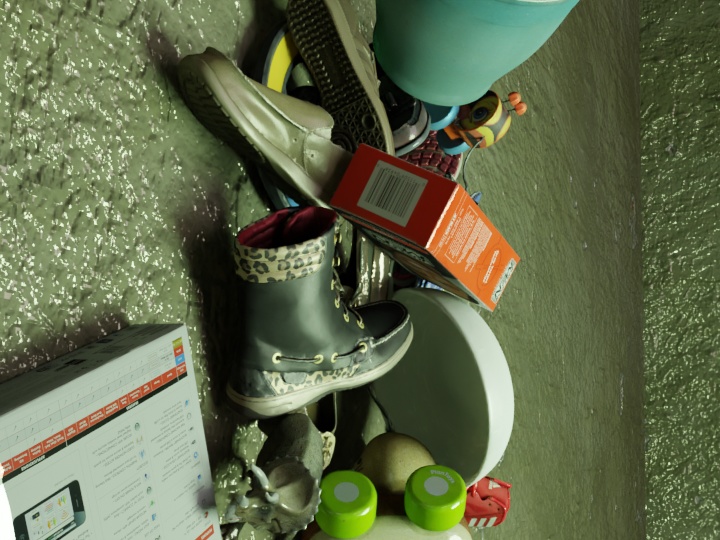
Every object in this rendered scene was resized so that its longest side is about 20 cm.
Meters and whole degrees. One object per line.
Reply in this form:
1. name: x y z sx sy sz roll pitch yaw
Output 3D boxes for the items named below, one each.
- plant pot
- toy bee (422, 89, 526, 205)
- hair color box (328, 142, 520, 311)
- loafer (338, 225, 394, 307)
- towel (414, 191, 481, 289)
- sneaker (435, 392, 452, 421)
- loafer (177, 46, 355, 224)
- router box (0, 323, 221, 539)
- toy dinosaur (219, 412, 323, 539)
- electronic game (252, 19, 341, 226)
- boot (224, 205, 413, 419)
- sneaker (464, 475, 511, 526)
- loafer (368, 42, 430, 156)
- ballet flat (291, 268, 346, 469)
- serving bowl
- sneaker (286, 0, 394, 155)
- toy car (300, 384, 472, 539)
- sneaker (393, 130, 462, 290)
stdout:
1. plant pot: 0.097 -0.263 0.898 0.188 0.197 0.202 121 -14 -58
2. toy bee: 0.124 -0.170 1.063 0.202 0.108 0.131 65 14 17
3. hair color box: 0.062 -0.032 0.847 0.062 0.101 0.200 -62 151 -4
4. loafer: 0.000 0.000 0.959 0.072 0.062 0.203 -138 -121 -65
5. towel: 0.081 0.022 1.079 0.145 0.024 0.202 -46 159 -58
6. sneaker: 0.094 0.132 1.117 0.083 0.074 0.200 41 6 -1
7. loafer: -0.067 -0.116 0.782 0.068 0.076 0.200 -55 134 -10
8. router box: -0.169 0.147 0.608 0.200 0.048 0.182 -28 113 -63
9. toy dinosaur: -0.058 0.160 0.763 0.077 0.103 0.200 35 23 -5
10. electronic game: -0.046 -0.132 0.907 0.199 0.041 0.203 -3 90 -65
11. boot: -0.029 0.022 0.808 0.198 0.073 0.153 -20 122 -36
12. sneaker: 0.115 0.229 1.131 0.201 0.114 0.079 63 35 -41
13. loafer: 0.025 -0.178 0.996 0.063 0.071 0.201 60 11 -27
14. ballet flat: -0.038 0.092 0.897 0.067 0.046 0.203 23 67 -62
15. serving bowl: 0.088 0.110 0.961 0.065 0.199 0.203 -14 103 -29
16. sneaker: -0.003 -0.163 0.877 0.075 0.070 0.203 -38 116 -56
17. toy car: 0.016 0.210 0.931 0.201 0.155 0.166 -101 -169 -54
18. sneaker: 0.064 -0.072 1.107 0.075 0.080 0.202 72 34 -62
